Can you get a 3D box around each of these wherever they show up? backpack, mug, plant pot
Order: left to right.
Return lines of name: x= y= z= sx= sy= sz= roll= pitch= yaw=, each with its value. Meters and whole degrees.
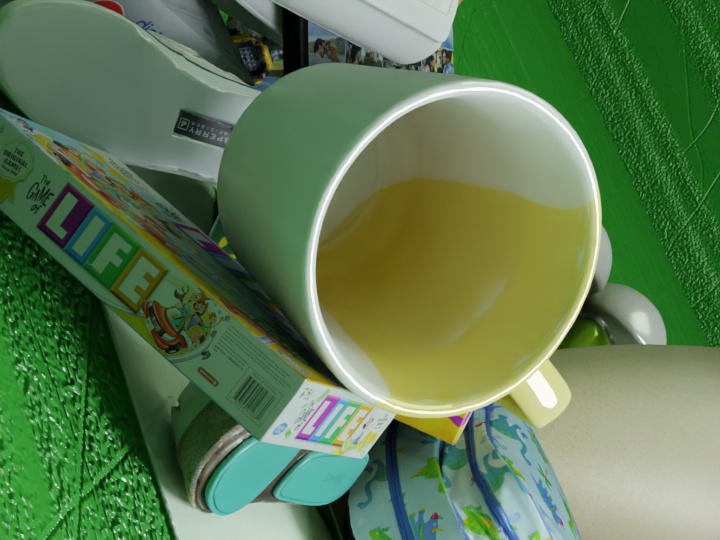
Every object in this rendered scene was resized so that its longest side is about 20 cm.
mug: x=0.009 y=-0.011 z=1.004 sx=0.153 sy=0.149 sz=0.188 roll=30 pitch=-50 yaw=57
backpack: x=0.057 y=0.146 z=1.214 sx=0.164 sy=0.153 sz=0.200 roll=68 pitch=25 yaw=-8
plant pot: x=0.145 y=0.126 z=1.437 sx=0.199 sy=0.188 sz=0.188 roll=13 pitch=41 yaw=-30

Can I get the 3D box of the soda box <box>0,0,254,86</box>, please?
soda box: x=-0.137 y=-0.144 z=1.186 sx=0.200 sy=0.068 sz=0.064 roll=37 pitch=23 yaw=-59

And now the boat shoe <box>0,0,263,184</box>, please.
boat shoe: x=-0.110 y=-0.091 z=1.126 sx=0.199 sy=0.071 sz=0.070 roll=17 pitch=7 yaw=-31

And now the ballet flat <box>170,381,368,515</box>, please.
ballet flat: x=-0.056 y=0.082 z=1.072 sx=0.067 sy=0.068 sz=0.200 roll=44 pitch=4 yaw=18

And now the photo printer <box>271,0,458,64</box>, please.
photo printer: x=-0.024 y=-0.220 z=1.144 sx=0.199 sy=0.069 sz=0.168 roll=22 pitch=74 yaw=-41

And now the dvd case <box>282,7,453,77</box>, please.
dvd case: x=0.005 y=-0.151 z=1.244 sx=0.142 sy=0.017 sz=0.202 roll=-1 pitch=90 yaw=-51

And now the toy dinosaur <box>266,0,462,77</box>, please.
toy dinosaur: x=0.009 y=-0.147 z=1.482 sx=0.101 sy=0.199 sz=0.059 roll=15 pitch=62 yaw=-64

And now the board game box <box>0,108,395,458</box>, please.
board game box: x=-0.082 y=0.007 z=0.993 sx=0.200 sy=0.034 sz=0.134 roll=40 pitch=6 yaw=19

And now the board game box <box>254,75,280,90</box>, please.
board game box: x=0.019 y=-0.092 z=1.514 sx=0.200 sy=0.150 sz=0.037 roll=26 pitch=74 yaw=-68

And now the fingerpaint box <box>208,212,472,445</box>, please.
fingerpaint box: x=0.000 y=0.000 z=1.226 sx=0.166 sy=0.074 sz=0.200 roll=25 pitch=18 yaw=-1

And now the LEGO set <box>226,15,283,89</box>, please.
LEGO set: x=-0.050 y=-0.179 z=1.351 sx=0.116 sy=0.153 sz=0.201 roll=-76 pitch=165 yaw=-51

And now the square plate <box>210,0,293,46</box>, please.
square plate: x=-0.125 y=-0.203 z=1.225 sx=0.200 sy=0.029 sz=0.198 roll=36 pitch=0 yaw=41

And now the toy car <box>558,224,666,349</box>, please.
toy car: x=0.111 y=0.051 z=1.592 sx=0.150 sy=0.175 sz=0.200 roll=16 pitch=-31 yaw=53
